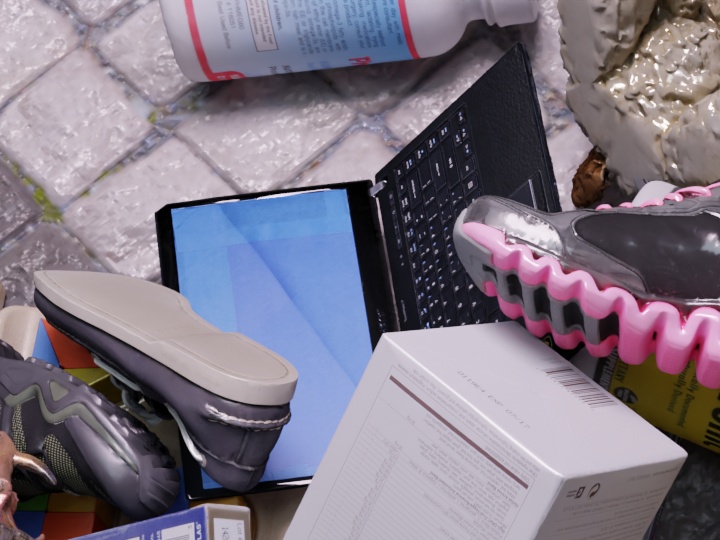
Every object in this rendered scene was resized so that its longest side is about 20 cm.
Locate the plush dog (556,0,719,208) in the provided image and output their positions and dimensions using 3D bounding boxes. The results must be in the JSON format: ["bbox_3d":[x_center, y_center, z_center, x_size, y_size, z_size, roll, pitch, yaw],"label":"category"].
[{"bbox_3d":[0.193,-0.110,1.322,0.171,0.161,0.200,-30,70,-29],"label":"plush dog"}]

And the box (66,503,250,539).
[{"bbox_3d":[-0.119,0.184,1.188,0.199,0.032,0.122,-17,71,45],"label":"box"}]

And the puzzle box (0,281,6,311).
[{"bbox_3d":[-0.269,0.090,1.348,0.132,0.025,0.201,-1,58,13],"label":"puzzle box"}]

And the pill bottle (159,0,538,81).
[{"bbox_3d":[-0.006,-0.167,1.399,0.198,0.109,0.109,-5,57,9],"label":"pill bottle"}]

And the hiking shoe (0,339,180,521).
[{"bbox_3d":[-0.174,0.093,1.260,0.199,0.076,0.101,25,80,37],"label":"hiking shoe"}]

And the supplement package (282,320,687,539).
[{"bbox_3d":[0.036,0.138,1.139,0.114,0.109,0.201,38,113,29],"label":"supplement package"}]

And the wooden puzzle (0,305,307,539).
[{"bbox_3d":[-0.110,0.092,1.298,0.198,0.046,0.186,1,58,13],"label":"wooden puzzle"}]

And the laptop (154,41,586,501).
[{"bbox_3d":[0.000,0.000,1.254,0.200,0.103,0.178,-41,46,40],"label":"laptop"}]

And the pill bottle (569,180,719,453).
[{"bbox_3d":[0.208,0.042,1.211,0.199,0.112,0.112,22,65,11],"label":"pill bottle"}]

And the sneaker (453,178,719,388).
[{"bbox_3d":[0.142,-0.005,1.141,0.199,0.079,0.096,18,73,2],"label":"sneaker"}]

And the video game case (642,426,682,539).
[{"bbox_3d":[0.089,0.079,1.278,0.142,0.019,0.201,11,60,18],"label":"video game case"}]

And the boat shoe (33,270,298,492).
[{"bbox_3d":[-0.104,0.049,1.242,0.072,0.063,0.199,-1,17,-38],"label":"boat shoe"}]

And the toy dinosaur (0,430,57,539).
[{"bbox_3d":[-0.186,0.184,1.182,0.135,0.202,0.086,-16,11,-13],"label":"toy dinosaur"}]
